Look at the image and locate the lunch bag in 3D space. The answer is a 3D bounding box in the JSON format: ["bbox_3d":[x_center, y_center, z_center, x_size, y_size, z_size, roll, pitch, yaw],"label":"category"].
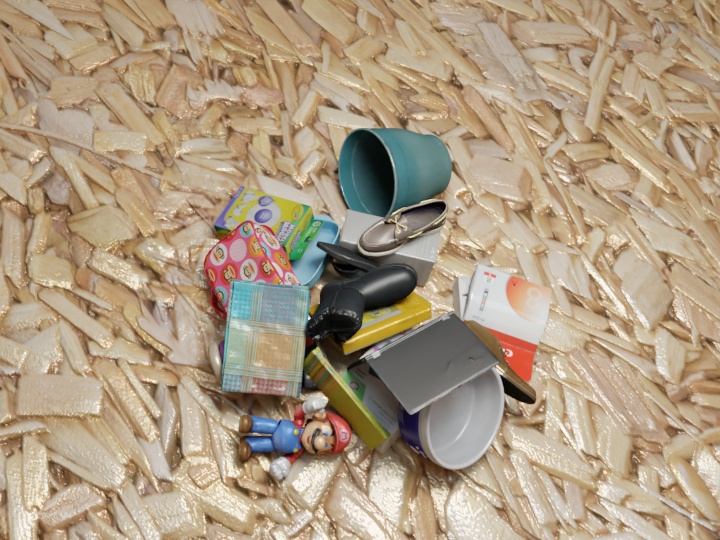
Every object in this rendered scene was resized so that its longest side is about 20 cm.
[{"bbox_3d":[-0.216,0.025,1.519,0.176,0.082,0.201,-38,66,20],"label":"lunch bag"}]

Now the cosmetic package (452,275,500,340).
[{"bbox_3d":[0.234,0.110,1.592,0.082,0.051,0.201,4,59,-6],"label":"cosmetic package"}]

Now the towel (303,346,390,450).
[{"bbox_3d":[-0.028,0.227,1.400,0.018,0.086,0.200,-37,82,-30],"label":"towel"}]

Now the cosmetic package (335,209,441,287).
[{"bbox_3d":[0.053,-0.044,1.621,0.199,0.107,0.091,16,59,-2],"label":"cosmetic package"}]

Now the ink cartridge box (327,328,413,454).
[{"bbox_3d":[0.059,0.214,1.479,0.145,0.088,0.200,40,60,19],"label":"ink cartridge box"}]

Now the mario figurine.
[{"bbox_3d":[-0.114,0.293,1.390,0.198,0.124,0.106,-2,47,-6],"label":"mario figurine"}]

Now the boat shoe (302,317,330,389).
[{"bbox_3d":[-0.119,0.133,1.507,0.062,0.073,0.201,-19,69,-23],"label":"boat shoe"}]

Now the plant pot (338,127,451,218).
[{"bbox_3d":[0.085,-0.210,1.682,0.187,0.200,0.201,-14,62,-34],"label":"plant pot"}]

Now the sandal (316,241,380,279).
[{"bbox_3d":[0.001,0.000,1.541,0.199,0.075,0.048,25,99,-5],"label":"sandal"}]

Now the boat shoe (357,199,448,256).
[{"bbox_3d":[0.085,-0.088,1.555,0.199,0.060,0.072,-20,65,-20],"label":"boat shoe"}]

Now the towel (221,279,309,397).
[{"bbox_3d":[-0.169,0.120,1.412,0.145,0.022,0.202,5,83,-3],"label":"towel"}]

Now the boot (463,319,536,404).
[{"bbox_3d":[0.257,0.170,1.483,0.200,0.074,0.076,39,65,6],"label":"boot"}]

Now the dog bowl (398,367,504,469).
[{"bbox_3d":[0.163,0.246,1.415,0.200,0.201,0.079,-41,31,-27],"label":"dog bowl"}]

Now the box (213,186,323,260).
[{"bbox_3d":[-0.184,-0.094,1.614,0.199,0.049,0.118,18,58,19],"label":"box"}]

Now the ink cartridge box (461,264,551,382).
[{"bbox_3d":[0.280,0.099,1.550,0.161,0.050,0.201,19,55,-2],"label":"ink cartridge box"}]

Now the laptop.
[{"bbox_3d":[0.103,0.163,1.376,0.186,0.200,0.116,-25,84,-20],"label":"laptop"}]

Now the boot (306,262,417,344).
[{"bbox_3d":[0.006,0.063,1.444,0.199,0.077,0.168,-12,21,10],"label":"boot"}]

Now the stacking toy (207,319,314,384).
[{"bbox_3d":[-0.174,0.139,1.457,0.199,0.085,0.086,-22,64,-2],"label":"stacking toy"}]

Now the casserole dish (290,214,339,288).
[{"bbox_3d":[-0.113,-0.029,1.601,0.120,0.039,0.201,9,53,29],"label":"casserole dish"}]

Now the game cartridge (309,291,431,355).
[{"bbox_3d":[0.017,0.080,1.528,0.199,0.033,0.176,-22,28,-20],"label":"game cartridge"}]
